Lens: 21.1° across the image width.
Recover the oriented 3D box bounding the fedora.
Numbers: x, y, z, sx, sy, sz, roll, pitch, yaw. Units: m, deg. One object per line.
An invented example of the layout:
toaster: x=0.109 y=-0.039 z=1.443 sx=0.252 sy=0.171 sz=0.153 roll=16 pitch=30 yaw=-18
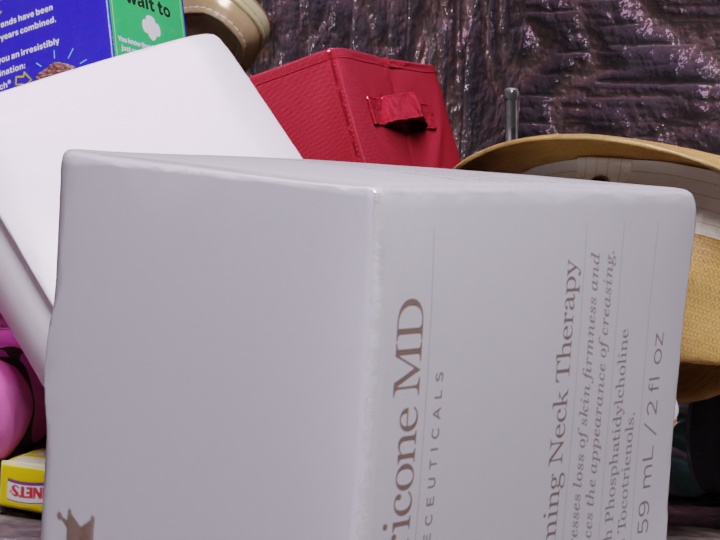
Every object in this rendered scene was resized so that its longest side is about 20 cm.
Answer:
fedora: x=0.125 y=0.009 z=0.868 sx=0.199 sy=0.082 sz=0.201 roll=13 pitch=-17 yaw=4

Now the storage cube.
storage cube: x=-0.038 y=-0.012 z=1.125 sx=0.199 sy=0.181 sz=0.171 roll=-18 pitch=-5 yaw=21

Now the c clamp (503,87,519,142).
c clamp: x=0.000 y=0.000 z=0.998 sx=0.199 sy=0.172 sz=0.027 roll=-7 pitch=-2 yaw=-20

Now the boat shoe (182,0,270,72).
boat shoe: x=-0.124 y=-0.110 z=1.121 sx=0.071 sy=0.065 sz=0.200 roll=43 pitch=-36 yaw=-17

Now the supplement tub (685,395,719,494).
supplement tub: x=0.253 y=0.079 z=0.883 sx=0.199 sy=0.108 sz=0.107 roll=6 pitch=5 yaw=31

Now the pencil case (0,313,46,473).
pencil case: x=-0.195 y=0.061 z=0.941 sx=0.094 sy=0.091 sz=0.200 roll=39 pitch=4 yaw=3

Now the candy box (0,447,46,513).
candy box: x=-0.084 y=0.096 z=0.948 sx=0.102 sy=0.027 sz=0.200 roll=8 pitch=6 yaw=19

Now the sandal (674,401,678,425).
sandal: x=0.076 y=0.092 z=0.892 sx=0.079 sy=0.060 sz=0.206 roll=-31 pitch=12 yaw=-27

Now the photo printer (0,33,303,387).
photo printer: x=-0.089 y=-0.005 z=0.896 sx=0.166 sy=0.201 sz=0.070 roll=-20 pitch=-25 yaw=-30

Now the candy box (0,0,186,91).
candy box: x=-0.177 y=-0.085 z=1.048 sx=0.168 sy=0.201 sz=0.077 roll=-14 pitch=-12 yaw=28

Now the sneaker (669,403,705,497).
sneaker: x=0.145 y=0.082 z=1.058 sx=0.199 sy=0.078 sz=0.140 roll=12 pitch=0 yaw=-13

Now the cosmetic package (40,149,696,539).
cosmetic package: x=0.004 y=0.043 z=0.750 sx=0.166 sy=0.169 sz=0.199 roll=8 pitch=7 yaw=41
